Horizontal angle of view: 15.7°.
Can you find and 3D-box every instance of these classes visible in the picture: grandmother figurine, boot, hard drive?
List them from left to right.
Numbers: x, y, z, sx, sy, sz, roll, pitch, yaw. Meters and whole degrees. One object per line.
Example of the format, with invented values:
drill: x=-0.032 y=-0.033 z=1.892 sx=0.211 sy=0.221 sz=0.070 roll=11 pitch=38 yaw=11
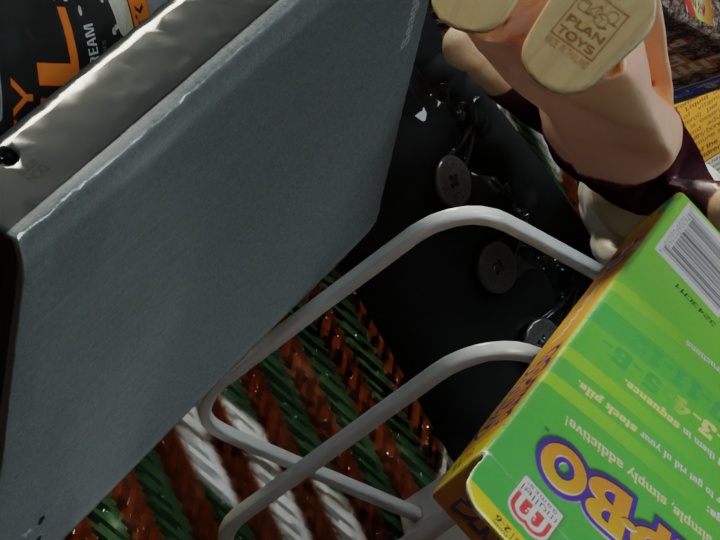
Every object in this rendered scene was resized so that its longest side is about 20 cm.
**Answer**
hard drive: x=-0.048 y=-0.015 z=0.698 sx=0.033 sy=0.140 sz=0.200 roll=28 pitch=45 yaw=16
boot: x=0.001 y=-0.001 z=0.879 sx=0.165 sy=0.066 sz=0.200 roll=-46 pitch=126 yaw=-23
grandmother figurine: x=0.084 y=-0.047 z=0.842 sx=0.121 sy=0.061 sz=0.200 roll=45 pitch=-1 yaw=23

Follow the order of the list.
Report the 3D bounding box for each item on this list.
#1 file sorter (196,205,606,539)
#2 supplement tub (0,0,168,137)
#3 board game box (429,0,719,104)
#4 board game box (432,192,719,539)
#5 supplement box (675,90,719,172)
file sorter: x=0.043 y=0.106 z=0.760 sx=0.124 sy=0.139 sz=0.200 roll=25 pitch=40 yaw=-39
supplement tub: x=-0.131 y=-0.047 z=0.670 sx=0.123 sy=0.122 sz=0.200 roll=56 pitch=29 yaw=3
board game box: x=0.069 y=-0.158 z=1.032 sx=0.200 sy=0.097 sz=0.160 roll=15 pitch=62 yaw=-56
board game box: x=0.086 y=0.054 z=0.714 sx=0.096 sy=0.030 sz=0.200 roll=48 pitch=29 yaw=-2
supplement box: x=0.173 y=-0.055 z=1.206 sx=0.067 sy=0.069 sz=0.200 roll=37 pitch=31 yaw=-34
